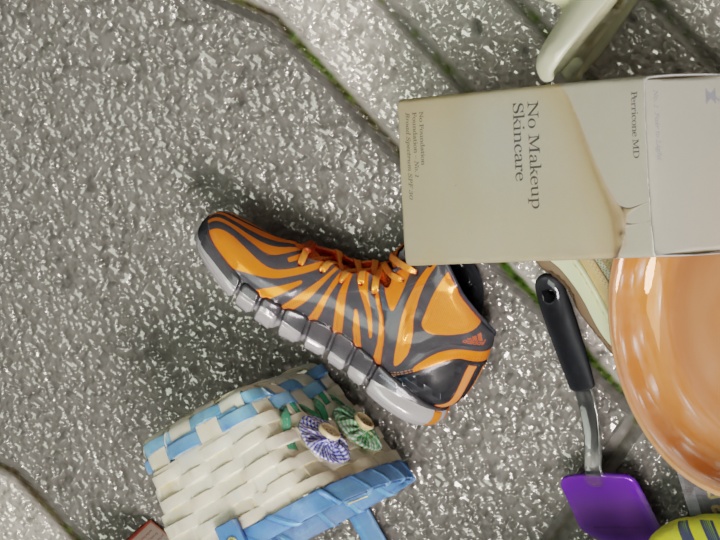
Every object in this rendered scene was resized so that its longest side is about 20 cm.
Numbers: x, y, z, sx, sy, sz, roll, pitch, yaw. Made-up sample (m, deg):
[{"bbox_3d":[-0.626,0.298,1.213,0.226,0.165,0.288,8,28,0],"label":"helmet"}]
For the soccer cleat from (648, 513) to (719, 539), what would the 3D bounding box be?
[{"bbox_3d":[0.230,0.197,1.614,0.200,0.084,0.065,23,129,47],"label":"soccer cleat"}]

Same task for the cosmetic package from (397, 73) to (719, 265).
[{"bbox_3d":[0.115,-0.056,1.575,0.200,0.073,0.104,-3,91,49],"label":"cosmetic package"}]

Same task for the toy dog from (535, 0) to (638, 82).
[{"bbox_3d":[0.080,-0.225,1.576,0.200,0.140,0.194,36,109,7],"label":"toy dog"}]

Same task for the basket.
[{"bbox_3d":[-0.039,0.168,1.746,0.139,0.176,0.200,-27,86,25],"label":"basket"}]

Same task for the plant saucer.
[{"bbox_3d":[0.222,0.030,1.553,0.200,0.037,0.200,13,107,49],"label":"plant saucer"}]

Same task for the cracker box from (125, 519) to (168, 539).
[{"bbox_3d":[-0.114,0.287,1.887,0.200,0.058,0.134,39,119,4],"label":"cracker box"}]

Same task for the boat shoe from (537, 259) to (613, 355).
[{"bbox_3d":[0.169,0.002,1.660,0.200,0.072,0.076,47,113,1],"label":"boat shoe"}]

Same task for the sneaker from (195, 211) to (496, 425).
[{"bbox_3d":[0.000,0.000,1.733,0.200,0.078,0.112,34,114,-4],"label":"sneaker"}]

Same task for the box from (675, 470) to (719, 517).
[{"bbox_3d":[0.299,0.191,1.687,0.158,0.048,0.200,-13,103,26],"label":"box"}]

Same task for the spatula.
[{"bbox_3d":[0.140,0.090,1.715,0.056,0.021,0.200,-4,114,30],"label":"spatula"}]
